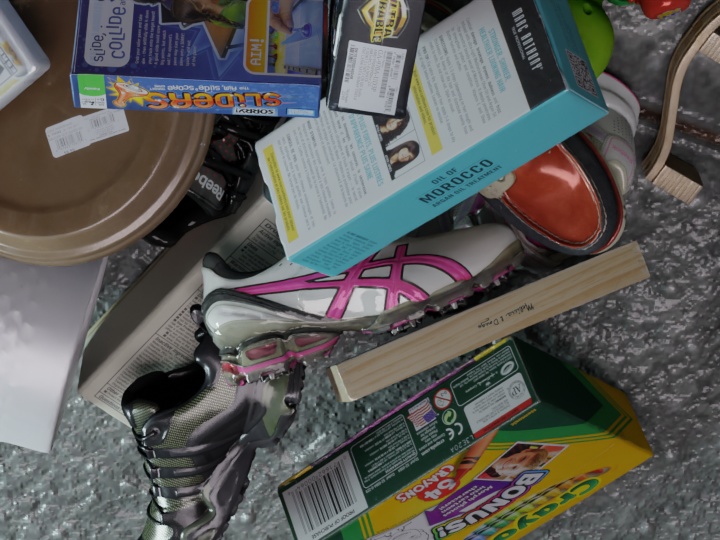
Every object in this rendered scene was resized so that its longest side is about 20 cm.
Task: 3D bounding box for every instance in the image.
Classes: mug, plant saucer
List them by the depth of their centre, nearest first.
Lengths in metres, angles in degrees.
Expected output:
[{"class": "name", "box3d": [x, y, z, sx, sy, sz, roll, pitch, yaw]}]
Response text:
[{"class": "plant saucer", "box3d": [-0.184, -0.103, 1.177, 0.199, 0.029, 0.202, 0, 88, 11]}, {"class": "mug", "box3d": [-0.253, -0.003, 1.254, 0.174, 0.148, 0.201, 16, 96, -6]}]

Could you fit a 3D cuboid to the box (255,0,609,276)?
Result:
[{"class": "box", "box3d": [0.037, -0.080, 1.126, 0.199, 0.083, 0.049, -30, 152, 26]}]

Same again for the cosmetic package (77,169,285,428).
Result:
[{"class": "cosmetic package", "box3d": [-0.086, 0.025, 1.305, 0.103, 0.073, 0.200, 36, 116, -22]}]

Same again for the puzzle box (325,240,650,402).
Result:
[{"class": "puzzle box", "box3d": [0.075, 0.034, 1.243, 0.199, 0.133, 0.026, -22, 88, -4]}]

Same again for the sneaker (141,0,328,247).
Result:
[{"class": "sneaker", "box3d": [-0.081, -0.089, 1.213, 0.071, 0.098, 0.200, 34, 116, -26]}]

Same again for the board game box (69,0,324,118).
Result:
[{"class": "board game box", "box3d": [-0.085, -0.180, 1.099, 0.134, 0.201, 0.035, 3, 152, -2]}]

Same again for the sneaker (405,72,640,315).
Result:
[{"class": "sneaker", "box3d": [0.097, -0.036, 1.258, 0.081, 0.088, 0.200, 34, 117, -21]}]

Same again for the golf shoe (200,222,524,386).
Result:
[{"class": "golf shoe", "box3d": [0.000, 0.000, 1.202, 0.199, 0.073, 0.093, -18, 87, -4]}]

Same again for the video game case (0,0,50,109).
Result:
[{"class": "video game case", "box3d": [-0.303, -0.147, 1.163, 0.182, 0.023, 0.201, -36, 88, 21]}]

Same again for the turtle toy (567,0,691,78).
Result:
[{"class": "turtle toy", "box3d": [0.148, -0.193, 1.147, 0.145, 0.101, 0.200, 24, 120, -16]}]

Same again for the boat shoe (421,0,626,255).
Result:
[{"class": "boat shoe", "box3d": [0.078, -0.086, 1.183, 0.071, 0.063, 0.200, -43, 80, 17]}]

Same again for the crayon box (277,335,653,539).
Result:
[{"class": "crayon box", "box3d": [0.073, 0.137, 1.347, 0.200, 0.059, 0.172, -35, 147, 20]}]

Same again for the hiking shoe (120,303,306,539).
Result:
[{"class": "hiking shoe", "box3d": [-0.115, 0.111, 1.286, 0.100, 0.076, 0.201, 28, 111, -10]}]

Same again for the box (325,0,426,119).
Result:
[{"class": "box", "box3d": [0.013, -0.199, 1.083, 0.046, 0.200, 0.160, 7, 122, -5]}]

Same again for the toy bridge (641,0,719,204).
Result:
[{"class": "toy bridge", "box3d": [0.235, -0.134, 1.233, 0.067, 0.027, 0.200, 27, 119, -16]}]
